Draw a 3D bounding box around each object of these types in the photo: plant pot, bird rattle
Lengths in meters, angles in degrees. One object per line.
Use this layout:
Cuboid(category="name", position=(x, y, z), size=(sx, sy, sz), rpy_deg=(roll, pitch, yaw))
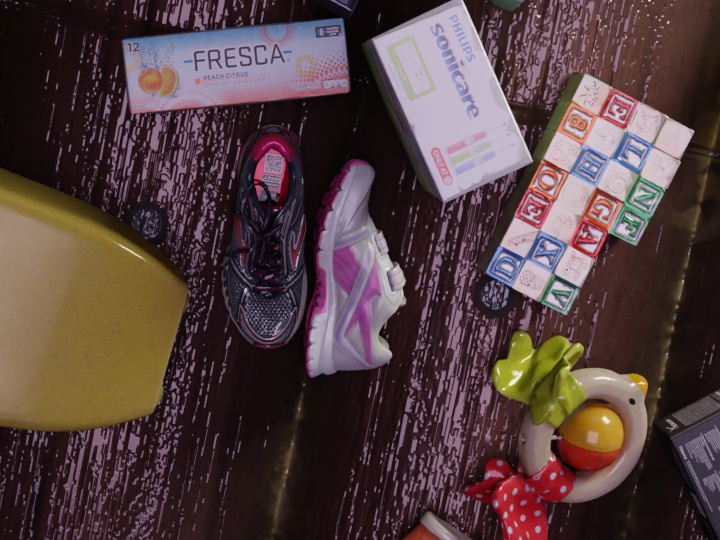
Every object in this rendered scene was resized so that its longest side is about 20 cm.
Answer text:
Cuboid(category="plant pot", position=(-0.258, 0.035, 1.391), size=(0.198, 0.195, 0.196), rpy_deg=(16, 95, -12))
Cuboid(category="bird rattle", position=(0.190, 0.160, 1.477), size=(0.161, 0.113, 0.202), rpy_deg=(1, 99, -20))

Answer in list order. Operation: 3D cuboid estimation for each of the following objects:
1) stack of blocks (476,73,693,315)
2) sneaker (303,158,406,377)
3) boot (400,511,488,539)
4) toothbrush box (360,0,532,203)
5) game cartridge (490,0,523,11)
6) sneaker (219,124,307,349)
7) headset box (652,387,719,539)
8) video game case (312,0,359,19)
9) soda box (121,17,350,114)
Cuboid(category="stack of blocks", position=(0.203, -0.064, 1.469), size=(0.114, 0.059, 0.201), rpy_deg=(27, 94, -6))
Cuboid(category="sneaker", position=(0.000, 0.000, 1.459), size=(0.087, 0.081, 0.202), rpy_deg=(5, 104, -5))
Cuboid(category="boot", position=(0.111, 0.311, 1.500), size=(0.199, 0.075, 0.108), rpy_deg=(36, 88, -5))
Cuboid(category="toothbrush box", position=(0.069, -0.147, 1.382), size=(0.085, 0.200, 0.147), rpy_deg=(-25, 98, -1))
Cuboid(category="game cartridge", position=(0.166, -0.325, 1.401), size=(0.041, 0.133, 0.201), rpy_deg=(26, 93, -6))
Cuboid(category="sneaker", position=(-0.087, -0.029, 1.448), size=(0.080, 0.075, 0.202), rpy_deg=(-1, 97, -3))
Cuboid(category="headset box", position=(0.396, 0.167, 1.497), size=(0.199, 0.075, 0.150), rpy_deg=(-28, 97, 0))
Cuboid(category="video game case", position=(-0.059, -0.345, 1.414), size=(0.199, 0.025, 0.182), rpy_deg=(27, 76, -6))
Cuboid(category="soda box", position=(-0.110, -0.181, 1.435), size=(0.198, 0.064, 0.069), rpy_deg=(-6, 96, -4))
